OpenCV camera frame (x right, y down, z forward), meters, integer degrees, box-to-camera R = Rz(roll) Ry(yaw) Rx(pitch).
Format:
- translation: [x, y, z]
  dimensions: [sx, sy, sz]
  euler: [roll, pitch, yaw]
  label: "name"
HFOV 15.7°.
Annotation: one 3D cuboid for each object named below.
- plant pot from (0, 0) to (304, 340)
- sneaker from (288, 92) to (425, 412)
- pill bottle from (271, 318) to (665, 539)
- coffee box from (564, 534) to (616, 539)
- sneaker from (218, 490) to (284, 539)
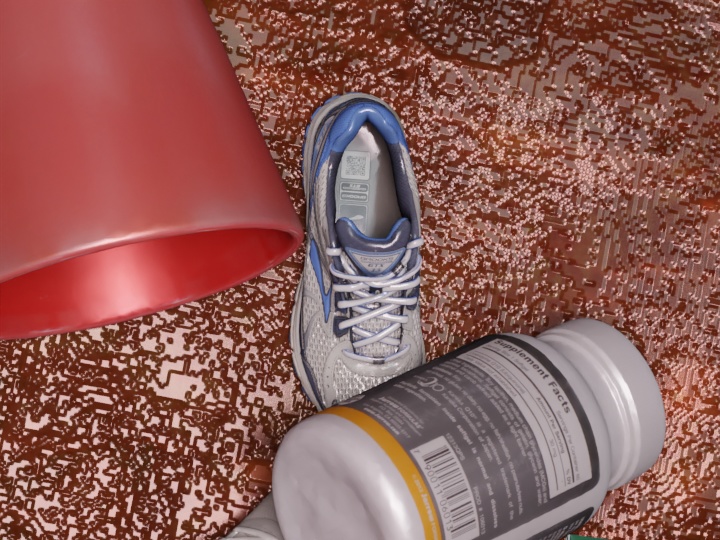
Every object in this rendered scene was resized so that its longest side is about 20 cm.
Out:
- translation: [-0.145, -0.075, 1.367]
  dimensions: [0.199, 0.200, 0.178]
  euler: [-13, 78, -9]
  label: "plant pot"
- translation: [0.000, 0.000, 1.426]
  dimensions: [0.077, 0.085, 0.201]
  euler: [-5, 88, -9]
  label: "sneaker"
- translation: [0.061, 0.101, 1.386]
  dimensions: [0.199, 0.116, 0.117]
  euler: [-22, 90, -35]
  label: "pill bottle"
- translation: [0.194, 0.205, 1.425]
  dimensions: [0.199, 0.123, 0.044]
  euler: [9, 49, -9]
  label: "coffee box"
- translation: [-0.078, 0.175, 1.379]
  dimensions: [0.092, 0.076, 0.200]
  euler: [50, 60, -30]
  label: "sneaker"
